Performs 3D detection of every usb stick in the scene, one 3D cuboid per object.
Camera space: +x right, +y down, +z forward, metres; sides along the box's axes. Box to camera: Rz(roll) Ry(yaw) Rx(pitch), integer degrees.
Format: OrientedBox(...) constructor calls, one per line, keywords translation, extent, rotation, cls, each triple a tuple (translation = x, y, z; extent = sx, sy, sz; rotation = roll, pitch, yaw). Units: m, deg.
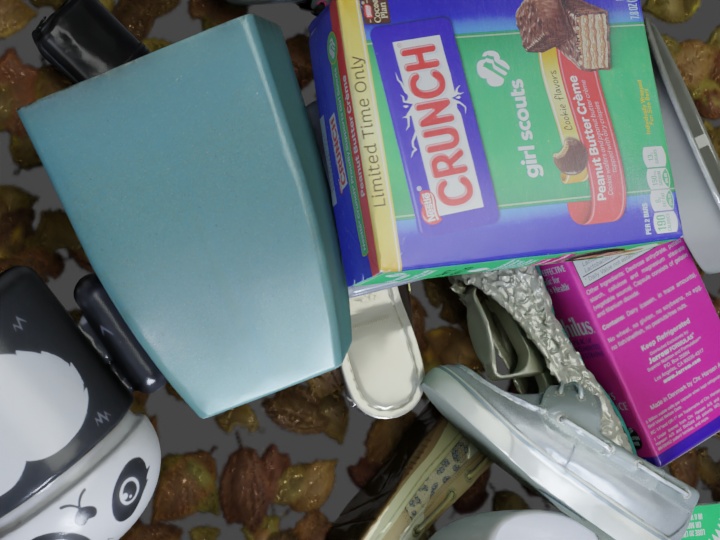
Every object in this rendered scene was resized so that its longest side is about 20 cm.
OrientedBox(translation=(-0.128, -0.098, 0.963), extent=(0.200, 0.033, 0.056), rotation=(45, 61, -13), cls="usb stick")

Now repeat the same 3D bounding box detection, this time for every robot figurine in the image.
OrientedBox(translation=(-0.204, 0.079, 0.851), extent=(0.201, 0.150, 0.125), rotation=(54, 34, -9), cls="robot figurine")

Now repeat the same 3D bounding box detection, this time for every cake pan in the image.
OrientedBox(translation=(0.232, -0.083, 1.059), extent=(0.037, 0.200, 0.201), rotation=(-24, 95, 17), cls="cake pan")

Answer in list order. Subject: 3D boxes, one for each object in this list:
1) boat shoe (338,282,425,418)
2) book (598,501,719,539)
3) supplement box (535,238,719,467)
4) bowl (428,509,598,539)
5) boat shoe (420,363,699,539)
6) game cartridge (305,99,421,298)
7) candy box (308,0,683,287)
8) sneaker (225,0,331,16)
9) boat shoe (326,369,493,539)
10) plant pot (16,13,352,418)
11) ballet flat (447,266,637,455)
OrientedBox(translation=(0.000, 0.000, 0.993), extent=(0.071, 0.060, 0.202), rotation=(-12, 85, -6), cls="boat shoe")
OrientedBox(translation=(0.241, 0.275, 1.079), extent=(0.133, 0.048, 0.202), rotation=(-1, 82, -29), cls="book")
OrientedBox(translation=(0.180, 0.030, 1.049), extent=(0.103, 0.101, 0.201), rotation=(-26, 93, -24), cls="supplement box")
OrientedBox(translation=(0.087, 0.255, 0.957), extent=(0.199, 0.074, 0.202), rotation=(22, 72, -58), cls="bowl")
OrientedBox(translation=(0.132, 0.111, 0.955), extent=(0.200, 0.070, 0.072), rotation=(36, 80, -6), cls="boat shoe")
OrientedBox(translation=(0.034, -0.061, 0.955), extent=(0.198, 0.042, 0.134), rotation=(-15, 90, -7), cls="game cartridge")
OrientedBox(translation=(0.080, -0.086, 0.898), extent=(0.198, 0.077, 0.171), rotation=(-7, 82, -16), cls="candy box")
OrientedBox(translation=(0.004, -0.165, 1.002), extent=(0.198, 0.084, 0.122), rotation=(-9, 110, -10), cls="sneaker")
OrientedBox(translation=(0.040, 0.156, 0.983), extent=(0.063, 0.073, 0.200), rotation=(44, 67, -10), cls="boat shoe")
OrientedBox(translation=(-0.082, -0.028, 0.867), extent=(0.140, 0.141, 0.201), rotation=(-22, 95, 6), cls="plant pot")
OrientedBox(translation=(0.118, 0.073, 1.010), extent=(0.071, 0.072, 0.201), rotation=(-27, 88, -25), cls="ballet flat")
